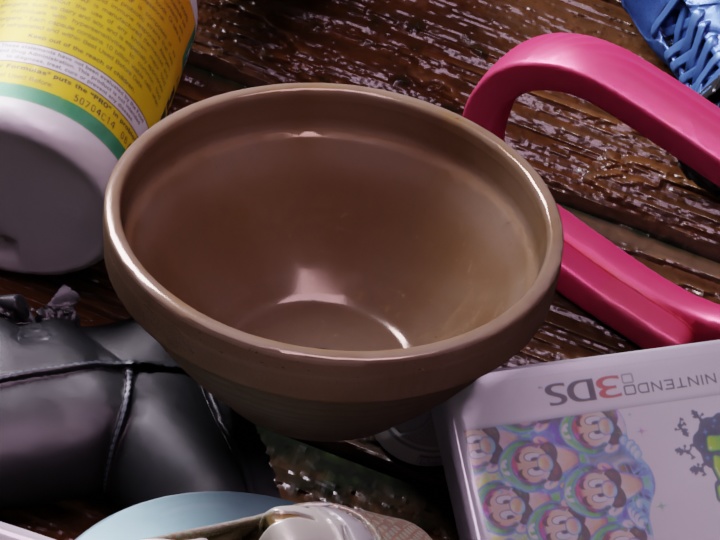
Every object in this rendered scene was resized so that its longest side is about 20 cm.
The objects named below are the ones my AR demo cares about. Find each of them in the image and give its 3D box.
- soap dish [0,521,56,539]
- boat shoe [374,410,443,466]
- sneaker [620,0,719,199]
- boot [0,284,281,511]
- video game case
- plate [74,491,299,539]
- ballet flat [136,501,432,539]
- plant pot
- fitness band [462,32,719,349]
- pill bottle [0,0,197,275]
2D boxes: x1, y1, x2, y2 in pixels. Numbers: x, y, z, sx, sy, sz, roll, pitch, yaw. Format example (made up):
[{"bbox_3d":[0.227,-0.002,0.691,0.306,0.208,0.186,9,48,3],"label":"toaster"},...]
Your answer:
[{"bbox_3d":[-0.147,0.205,1.099,0.157,0.081,0.201,18,50,1],"label":"soap dish"},{"bbox_3d":[0.000,0.000,1.307,0.072,0.069,0.201,-11,56,-21],"label":"boat shoe"},{"bbox_3d":[0.189,-0.106,1.432,0.200,0.077,0.111,44,45,13],"label":"sneaker"},{"bbox_3d":[-0.127,0.089,1.203,0.162,0.074,0.199,-3,46,-19],"label":"boot"},{"bbox_3d":[0.137,0.133,1.227,0.181,0.024,0.201,-6,72,-19],"label":"video game case"},{"bbox_3d":[-0.041,0.167,1.089,0.199,0.026,0.201,10,49,-12],"label":"plate"},{"bbox_3d":[-0.049,0.125,1.063,0.199,0.062,0.068,-12,56,-26],"label":"ballet flat"},{"bbox_3d":[-0.014,0.010,1.198,0.200,0.093,0.201,4,37,-3],"label":"plant pot"},{"bbox_3d":[0.138,-0.033,1.318,0.200,0.144,0.037,34,51,13],"label":"fitness band"},{"bbox_3d":[-0.143,-0.105,1.329,0.112,0.113,0.201,16,50,-1],"label":"pill bottle"}]
